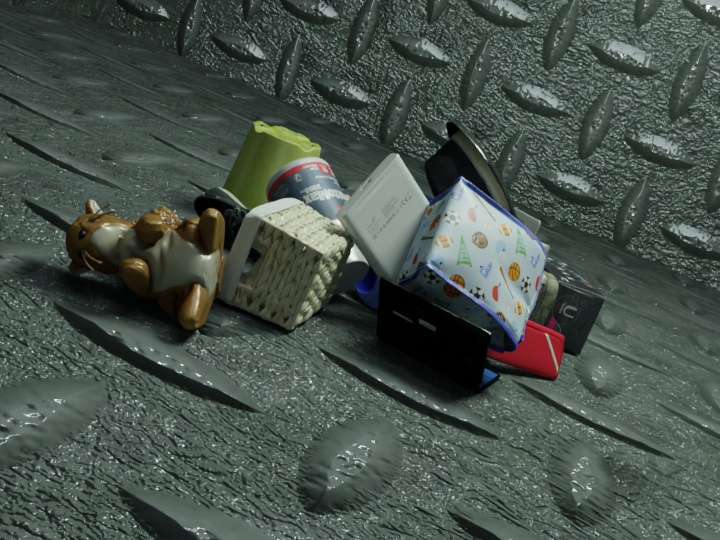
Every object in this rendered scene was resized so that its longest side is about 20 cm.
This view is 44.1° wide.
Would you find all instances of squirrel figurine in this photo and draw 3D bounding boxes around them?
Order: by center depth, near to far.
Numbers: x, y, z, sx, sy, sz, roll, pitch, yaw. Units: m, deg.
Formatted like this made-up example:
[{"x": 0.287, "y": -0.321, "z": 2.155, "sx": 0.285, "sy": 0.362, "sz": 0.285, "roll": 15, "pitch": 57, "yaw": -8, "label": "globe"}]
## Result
[{"x": -0.266, "y": -0.018, "z": 1.109, "sx": 0.182, "sy": 0.145, "sz": 0.200, "roll": 10, "pitch": 0, "yaw": 0, "label": "squirrel figurine"}]

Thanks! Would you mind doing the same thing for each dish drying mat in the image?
[{"x": 0.252, "y": 0.114, "z": 1.394, "sx": 0.198, "sy": 0.078, "sz": 0.018, "roll": 21, "pitch": -9, "yaw": -37, "label": "dish drying mat"}]

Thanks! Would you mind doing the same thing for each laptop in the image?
[{"x": 0.120, "y": 0.086, "z": 1.283, "sx": 0.175, "sy": 0.202, "sz": 0.103, "roll": 26, "pitch": 51, "yaw": 21, "label": "laptop"}]

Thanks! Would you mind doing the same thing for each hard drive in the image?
[{"x": 0.060, "y": -0.053, "z": 1.325, "sx": 0.026, "sy": 0.132, "sz": 0.201, "roll": 15, "pitch": -33, "yaw": 53, "label": "hard drive"}]

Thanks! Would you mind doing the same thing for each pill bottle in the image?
[{"x": -0.065, "y": -0.069, "z": 1.431, "sx": 0.118, "sy": 0.120, "sz": 0.202, "roll": 4, "pitch": 51, "yaw": -48, "label": "pill bottle"}]

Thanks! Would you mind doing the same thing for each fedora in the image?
[{"x": 0.166, "y": -0.134, "z": 1.429, "sx": 0.203, "sy": 0.091, "sz": 0.201, "roll": 58, "pitch": -2, "yaw": 3, "label": "fedora"}]

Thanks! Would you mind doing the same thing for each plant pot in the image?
[{"x": -0.158, "y": -0.155, "z": 1.582, "sx": 0.197, "sy": 0.188, "sz": 0.201, "roll": 20, "pitch": 14, "yaw": -5, "label": "plant pot"}]

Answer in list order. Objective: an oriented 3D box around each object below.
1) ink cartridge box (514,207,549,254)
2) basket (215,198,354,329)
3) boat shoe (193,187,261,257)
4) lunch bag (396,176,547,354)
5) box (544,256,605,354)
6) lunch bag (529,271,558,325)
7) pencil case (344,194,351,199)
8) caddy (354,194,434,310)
[{"x": 0.279, "y": -0.016, "z": 1.682, "sx": 0.066, "sy": 0.204, "sz": 0.115, "roll": 7, "pitch": 20, "yaw": -45, "label": "ink cartridge box"}, {"x": -0.100, "y": -0.010, "z": 1.261, "sx": 0.122, "sy": 0.138, "sz": 0.200, "roll": 27, "pitch": 15, "yaw": 9, "label": "basket"}, {"x": -0.199, "y": -0.072, "z": 1.453, "sx": 0.199, "sy": 0.076, "sz": 0.062, "roll": 36, "pitch": 31, "yaw": 29, "label": "boat shoe"}, {"x": 0.169, "y": 0.001, "z": 1.283, "sx": 0.198, "sy": 0.172, "sz": 0.124, "roll": 32, "pitch": -29, "yaw": -13, "label": "lunch bag"}, {"x": 0.366, "y": 0.056, "z": 1.707, "sx": 0.104, "sy": 0.124, "sz": 0.200, "roll": 18, "pitch": 14, "yaw": -14, "label": "box"}, {"x": 0.218, "y": 0.031, "z": 1.545, "sx": 0.198, "sy": 0.142, "sz": 0.166, "roll": 32, "pitch": 12, "yaw": 33, "label": "lunch bag"}, {"x": -0.071, "y": -0.127, "z": 1.817, "sx": 0.197, "sy": 0.080, "sz": 0.088, "roll": 9, "pitch": -7, "yaw": -42, "label": "pencil case"}, {"x": 0.072, "y": -0.025, "z": 1.451, "sx": 0.140, "sy": 0.203, "sz": 0.105, "roll": 29, "pitch": 0, "yaw": 27, "label": "caddy"}]
